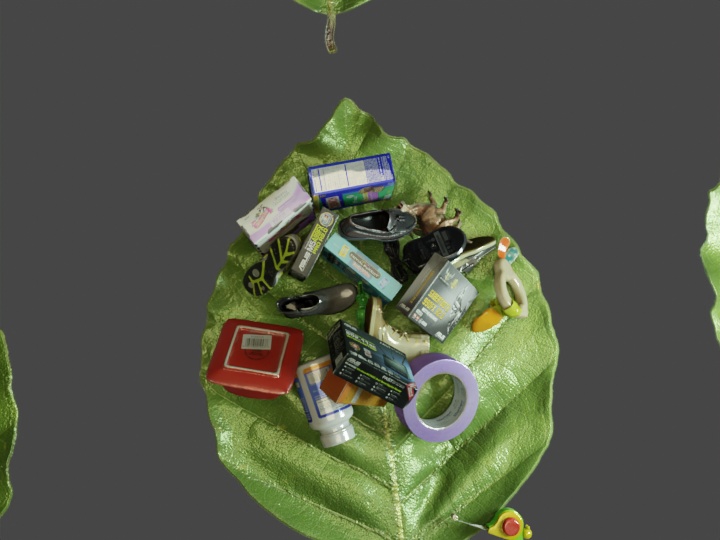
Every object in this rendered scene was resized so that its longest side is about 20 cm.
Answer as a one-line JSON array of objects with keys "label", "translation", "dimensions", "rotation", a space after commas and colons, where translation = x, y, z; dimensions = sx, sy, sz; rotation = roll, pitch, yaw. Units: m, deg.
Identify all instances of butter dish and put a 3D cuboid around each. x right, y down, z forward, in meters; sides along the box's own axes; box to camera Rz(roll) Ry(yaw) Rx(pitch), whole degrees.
[{"label": "butter dish", "translation": [-0.243, 0.232, 1.661], "dimensions": [0.198, 0.149, 0.201], "rotation": [8, 44, 2]}]

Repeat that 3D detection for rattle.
[{"label": "rattle", "translation": [0.336, 0.037, 1.767], "dimensions": [0.129, 0.143, 0.202], "rotation": [1, 66, -35]}]

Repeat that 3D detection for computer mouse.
[{"label": "computer mouse", "translation": [0.160, -0.045, 1.698], "dimensions": [0.198, 0.053, 0.140], "rotation": [-17, 61, 4]}]

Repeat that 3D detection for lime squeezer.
[{"label": "lime squeezer", "translation": [0.006, 0.100, 1.718], "dimensions": [0.037, 0.071, 0.202], "rotation": [-1, 120, -6]}]

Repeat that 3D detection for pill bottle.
[{"label": "pill bottle", "translation": [-0.082, 0.309, 1.673], "dimensions": [0.111, 0.112, 0.202], "rotation": [-19, 86, -5]}]

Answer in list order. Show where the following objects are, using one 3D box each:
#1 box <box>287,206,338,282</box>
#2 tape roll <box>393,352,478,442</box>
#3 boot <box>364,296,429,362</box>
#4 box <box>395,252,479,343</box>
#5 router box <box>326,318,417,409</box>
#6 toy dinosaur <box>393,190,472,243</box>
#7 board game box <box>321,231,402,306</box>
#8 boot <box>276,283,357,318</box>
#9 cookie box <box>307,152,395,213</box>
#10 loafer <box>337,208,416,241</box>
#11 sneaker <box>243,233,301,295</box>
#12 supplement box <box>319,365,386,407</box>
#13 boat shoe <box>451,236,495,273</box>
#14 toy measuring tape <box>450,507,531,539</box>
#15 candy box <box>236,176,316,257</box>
[{"label": "box", "translation": [-0.114, -0.057, 1.663], "dimensions": [0.044, 0.200, 0.161], "rotation": [27, 84, -5]}, {"label": "tape roll", "translation": [0.180, 0.301, 1.677], "dimensions": [0.198, 0.066, 0.203], "rotation": [-3, 99, -19]}, {"label": "boot", "translation": [0.089, 0.151, 1.691], "dimensions": [0.154, 0.073, 0.202], "rotation": [-3, 113, -5]}, {"label": "box", "translation": [0.186, 0.069, 1.671], "dimensions": [0.048, 0.200, 0.159], "rotation": [36, 88, 38]}, {"label": "router box", "translation": [0.024, 0.209, 1.589], "dimensions": [0.199, 0.150, 0.062], "rotation": [30, 108, -21]}, {"label": "toy dinosaur", "translation": [0.175, -0.112, 1.747], "dimensions": [0.200, 0.086, 0.136], "rotation": [43, 83, -2]}, {"label": "board game box", "translation": [0.000, 0.000, 1.688], "dimensions": [0.199, 0.151, 0.047], "rotation": [39, 80, 1]}, {"label": "boot", "translation": [-0.098, 0.075, 1.685], "dimensions": [0.198, 0.132, 0.070], "rotation": [-18, 84, -5]}, {"label": "cookie box", "translation": [-0.024, -0.207, 1.701], "dimensions": [0.198, 0.171, 0.076], "rotation": [-11, 81, -4]}, {"label": "loafer", "translation": [0.047, -0.108, 1.635], "dimensions": [0.198, 0.063, 0.073], "rotation": [-7, 71, -24]}, {"label": "sneaker", "translation": [-0.205, -0.011, 1.698], "dimensions": [0.200, 0.076, 0.076], "rotation": [-41, 87, 28]}, {"label": "supplement box", "translation": [-0.002, 0.270, 1.629], "dimensions": [0.066, 0.199, 0.069], "rotation": [35, 101, 37]}, {"label": "boat shoe", "translation": [0.251, -0.023, 1.752], "dimensions": [0.199, 0.072, 0.067], "rotation": [-25, 113, -15]}, {"label": "toy measuring tape", "translation": [0.319, 0.593, 1.689], "dimensions": [0.198, 0.074, 0.074], "rotation": [19, 83, -2]}, {"label": "candy box", "translation": [-0.193, -0.120, 1.665], "dimensions": [0.167, 0.200, 0.072], "rotation": [-39, 84, -6]}]
